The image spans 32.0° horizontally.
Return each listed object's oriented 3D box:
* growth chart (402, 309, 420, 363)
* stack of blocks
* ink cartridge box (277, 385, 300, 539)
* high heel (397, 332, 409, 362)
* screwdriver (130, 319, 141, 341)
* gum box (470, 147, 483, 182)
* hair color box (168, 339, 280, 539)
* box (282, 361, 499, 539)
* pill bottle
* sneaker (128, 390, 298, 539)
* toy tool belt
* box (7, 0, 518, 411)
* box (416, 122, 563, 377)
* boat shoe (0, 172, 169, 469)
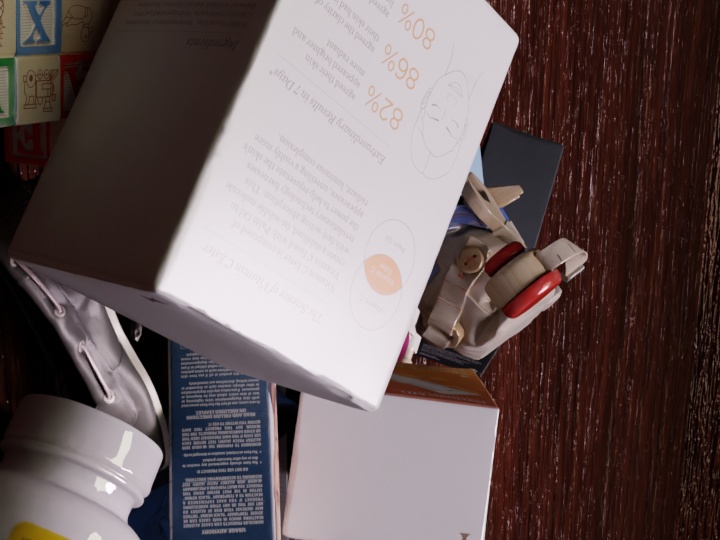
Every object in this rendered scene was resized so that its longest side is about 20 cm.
[{"bbox_3d":[0.034,-0.013,1.056,0.145,0.018,0.200,-67,152,-28],"label":"growth chart"},{"bbox_3d":[-0.136,-0.106,0.591,0.200,0.058,0.115,-23,120,-62],"label":"stack of blocks"},{"bbox_3d":[-0.049,0.149,0.990,0.099,0.039,0.200,-34,129,-60],"label":"ink cartridge box"},{"bbox_3d":[0.039,0.089,1.010,0.067,0.096,0.200,-85,-174,-51],"label":"high heel"},{"bbox_3d":[-0.115,0.006,0.678,0.200,0.029,0.028,-138,-154,-73],"label":"screwdriver"},{"bbox_3d":[0.026,-0.151,0.965,0.170,0.044,0.200,-12,97,-54],"label":"gum box"},{"bbox_3d":[-0.080,0.097,0.748,0.100,0.060,0.200,93,-6,-74],"label":"hair color box"},{"bbox_3d":[0.019,0.118,0.854,0.200,0.124,0.098,-89,-174,-88],"label":"box"},{"bbox_3d":[-0.175,0.168,0.628,0.200,0.111,0.111,-69,153,-24],"label":"pill bottle"},{"bbox_3d":[-0.107,0.142,0.812,0.200,0.078,0.066,-54,146,-44],"label":"sneaker"},{"bbox_3d":[0.079,-0.009,0.916,0.125,0.123,0.200,-37,170,-8],"label":"toy tool belt"},{"bbox_3d":[-0.037,-0.060,0.573,0.152,0.106,0.200,35,73,-46],"label":"box"},{"bbox_3d":[0.122,-0.018,1.208,0.141,0.079,0.200,112,-2,-67],"label":"box"},{"bbox_3d":[-0.160,0.041,0.688,0.057,0.067,0.200,-33,127,-30],"label":"boat shoe"}]
